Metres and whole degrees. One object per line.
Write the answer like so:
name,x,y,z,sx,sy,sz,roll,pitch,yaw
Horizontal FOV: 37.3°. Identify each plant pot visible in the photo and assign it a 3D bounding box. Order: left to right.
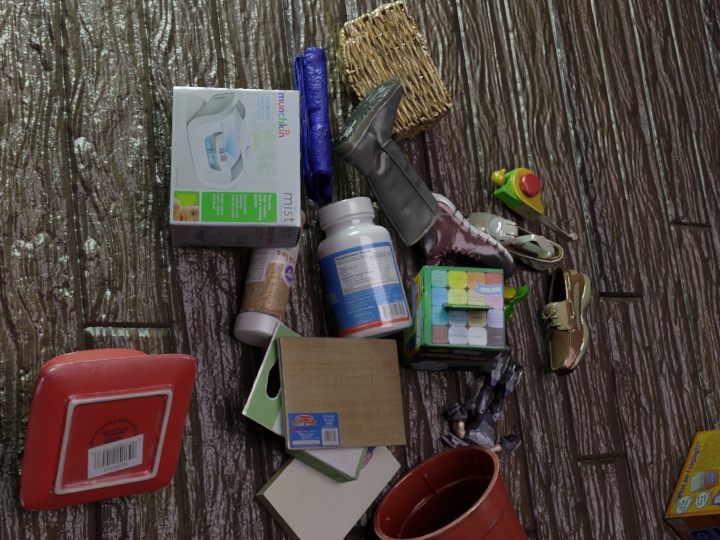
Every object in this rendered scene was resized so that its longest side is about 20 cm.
plant pot,0.151,0.389,1.515,0.201,0.200,0.196,-43,110,-36

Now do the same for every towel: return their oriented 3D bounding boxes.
towel,-0.070,-0.211,1.574,0.049,0.148,0.201,-3,75,-3

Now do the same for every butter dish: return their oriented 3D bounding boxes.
butter dish,-0.321,0.164,1.277,0.199,0.148,0.200,-3,118,-37

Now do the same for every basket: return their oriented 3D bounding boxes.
basket,0.042,-0.308,1.720,0.142,0.149,0.201,-26,92,-4

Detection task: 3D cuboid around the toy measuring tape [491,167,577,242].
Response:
toy measuring tape,0.304,-0.123,1.845,0.200,0.073,0.074,31,60,-24

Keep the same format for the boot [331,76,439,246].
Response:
boot,0.060,-0.166,1.615,0.200,0.072,0.182,44,66,-22

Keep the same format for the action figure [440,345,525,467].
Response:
action figure,0.198,0.221,1.666,0.130,0.069,0.201,35,62,-28

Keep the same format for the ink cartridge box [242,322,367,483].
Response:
ink cartridge box,-0.068,0.184,1.469,0.200,0.048,0.146,33,59,-23

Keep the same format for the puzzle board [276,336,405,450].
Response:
puzzle board,-0.026,0.168,1.467,0.199,0.017,0.152,4,75,-36

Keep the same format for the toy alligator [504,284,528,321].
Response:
toy alligator,0.196,0.075,1.723,0.054,0.059,0.200,31,56,30

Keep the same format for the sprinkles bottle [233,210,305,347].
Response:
sprinkles bottle,-0.127,0.005,1.501,0.068,0.068,0.201,23,64,-28

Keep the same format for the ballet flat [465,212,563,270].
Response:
ballet flat,0.260,-0.056,1.796,0.199,0.062,0.068,19,65,-29

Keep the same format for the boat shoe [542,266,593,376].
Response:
boat shoe,0.341,0.082,1.812,0.074,0.076,0.201,28,53,-20

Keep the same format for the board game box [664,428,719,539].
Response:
board game box,0.699,0.411,1.877,0.200,0.200,0.200,46,55,-16

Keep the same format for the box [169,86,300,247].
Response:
box,-0.170,-0.138,1.460,0.176,0.097,0.201,1,73,-7

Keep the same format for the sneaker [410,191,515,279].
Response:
sneaker,0.149,-0.024,1.711,0.200,0.076,0.116,39,62,-7

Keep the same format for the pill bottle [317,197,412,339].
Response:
pill bottle,0.000,0.000,1.565,0.112,0.112,0.201,-9,81,-37

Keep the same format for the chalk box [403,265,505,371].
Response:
chalk box,0.140,0.067,1.570,0.124,0.200,0.125,4,72,-9

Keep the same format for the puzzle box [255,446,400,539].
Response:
puzzle box,-0.041,0.295,1.500,0.133,0.025,0.200,53,54,-10
